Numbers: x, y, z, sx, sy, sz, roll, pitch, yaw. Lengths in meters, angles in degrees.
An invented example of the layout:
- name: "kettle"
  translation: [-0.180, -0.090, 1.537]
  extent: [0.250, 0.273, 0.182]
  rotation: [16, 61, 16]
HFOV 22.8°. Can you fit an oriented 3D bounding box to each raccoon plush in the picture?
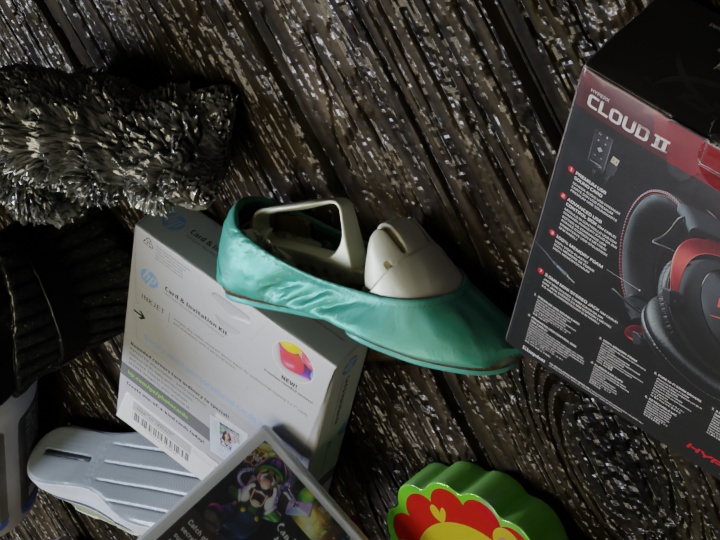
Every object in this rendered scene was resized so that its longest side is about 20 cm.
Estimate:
- name: "raccoon plush"
  translation: [-0.163, -0.071, 0.979]
  extent: [0.133, 0.199, 0.097]
  rotation: [2, 92, 44]

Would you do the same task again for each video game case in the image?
- name: "video game case"
  translation: [-0.058, 0.226, 1.065]
  extent: [0.200, 0.182, 0.023]
  rotation: [47, 175, 10]

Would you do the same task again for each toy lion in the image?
- name: "toy lion"
  translation: [0.075, 0.209, 1.090]
  extent: [0.192, 0.069, 0.200]
  rotation: [58, 144, -3]

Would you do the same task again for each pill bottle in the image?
- name: "pill bottle"
  translation: [-0.295, 0.104, 1.320]
  extent: [0.113, 0.114, 0.201]
  rotation: [33, 141, 19]

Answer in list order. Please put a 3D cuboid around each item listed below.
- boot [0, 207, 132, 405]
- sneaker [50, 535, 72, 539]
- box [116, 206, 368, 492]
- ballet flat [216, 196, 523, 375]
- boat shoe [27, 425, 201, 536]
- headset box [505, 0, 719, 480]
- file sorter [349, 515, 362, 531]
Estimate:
- name: "boot"
  translation: [-0.234, -0.016, 1.108]
  extent: [0.079, 0.158, 0.212]
  rotation: [21, 141, 48]
- name: "sneaker"
  translation: [-0.229, 0.312, 1.478]
  extent: [0.099, 0.075, 0.201]
  rotation: [29, 140, 26]
- name: "box"
  translation: [-0.080, 0.067, 1.126]
  extent: [0.156, 0.041, 0.201]
  rotation: [34, 143, 17]
- name: "ballet flat"
  translation: [0.000, 0.000, 0.965]
  extent: [0.199, 0.067, 0.071]
  rotation: [16, 120, 33]
- name: "boat shoe"
  translation: [-0.157, 0.154, 1.278]
  extent: [0.199, 0.072, 0.062]
  rotation: [10, 155, 45]
- name: "headset box"
  translation: [0.158, -0.014, 0.775]
  extent: [0.148, 0.075, 0.201]
  rotation: [32, 142, 20]
- name: "file sorter"
  translation: [-0.042, 0.282, 1.143]
  extent: [0.125, 0.138, 0.201]
  rotation: [127, 124, -71]
